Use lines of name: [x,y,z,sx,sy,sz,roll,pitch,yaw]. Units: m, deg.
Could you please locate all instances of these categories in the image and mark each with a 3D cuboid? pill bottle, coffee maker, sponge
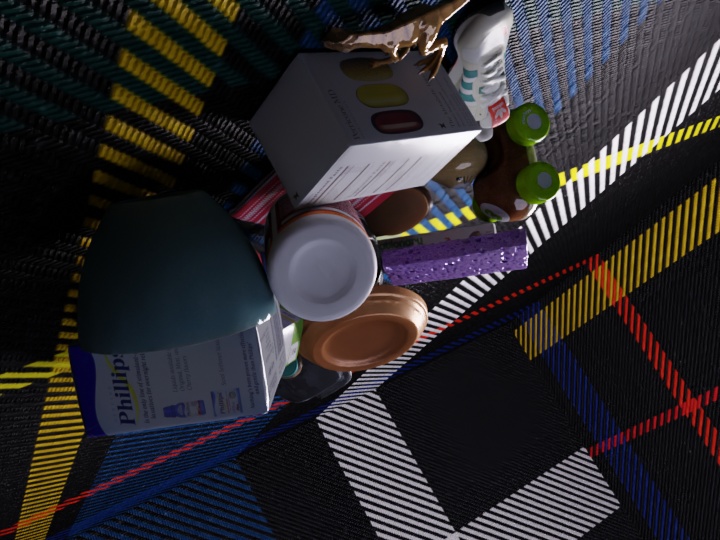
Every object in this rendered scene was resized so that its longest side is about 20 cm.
pill bottle: [-0.050,-0.031,0.894,0.113,0.113,0.200,-31,-159,4]
coffee maker: [-0.067,0.094,1.340,0.192,0.134,0.200,-56,-165,28]
sponge: [0.134,-0.016,1.139,0.199,0.030,0.112,-8,164,10]

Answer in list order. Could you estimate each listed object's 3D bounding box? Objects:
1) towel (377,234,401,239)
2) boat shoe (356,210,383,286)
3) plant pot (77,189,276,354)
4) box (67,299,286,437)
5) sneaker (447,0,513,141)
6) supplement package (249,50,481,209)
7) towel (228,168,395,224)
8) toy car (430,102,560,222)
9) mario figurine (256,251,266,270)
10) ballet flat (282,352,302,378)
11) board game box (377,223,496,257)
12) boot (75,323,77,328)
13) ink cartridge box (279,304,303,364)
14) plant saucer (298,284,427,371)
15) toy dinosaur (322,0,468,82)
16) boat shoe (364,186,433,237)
towel: [-0.021,-0.045,1.297,0.199,0.037,0.148,-29,165,-1]
boat shoe: [0.000,0.000,1.118,0.068,0.057,0.200,-30,144,-10]
plant pot: [-0.195,-0.008,0.821,0.199,0.135,0.200,-8,-170,1]
box: [-0.196,0.097,0.918,0.199,0.105,0.184,-7,-171,2]
sneaker: [0.148,-0.220,0.927,0.070,0.094,0.200,-27,165,-14]
supplement package: [0.007,-0.150,0.843,0.200,0.114,0.110,-17,162,-44]
towel: [-0.049,-0.097,1.027,0.200,0.023,0.145,7,143,-47]
toy car: [0.140,-0.139,1.114,0.199,0.159,0.164,-8,176,-19]
mario figurine: [-0.139,-0.010,1.076,0.199,0.124,0.106,-9,-165,-16]
ballet flat: [-0.172,0.101,1.225,0.072,0.199,0.068,-5,117,-81]
board game box: [0.105,-0.040,1.219,0.199,0.035,0.126,-8,-179,10]
boot: [-0.294,0.073,1.095,0.144,0.073,0.200,-30,172,-9]
ink cartridge box: [-0.191,0.096,1.073,0.200,0.147,0.076,-31,140,-55]
plant saucer: [0.003,0.092,1.168,0.199,0.038,0.200,-10,147,-6]
toy dinosaur: [0.063,-0.236,0.775,0.199,0.061,0.106,-29,164,-8]
boat shoe: [0.019,-0.081,1.146,0.199,0.071,0.070,-14,-168,35]
